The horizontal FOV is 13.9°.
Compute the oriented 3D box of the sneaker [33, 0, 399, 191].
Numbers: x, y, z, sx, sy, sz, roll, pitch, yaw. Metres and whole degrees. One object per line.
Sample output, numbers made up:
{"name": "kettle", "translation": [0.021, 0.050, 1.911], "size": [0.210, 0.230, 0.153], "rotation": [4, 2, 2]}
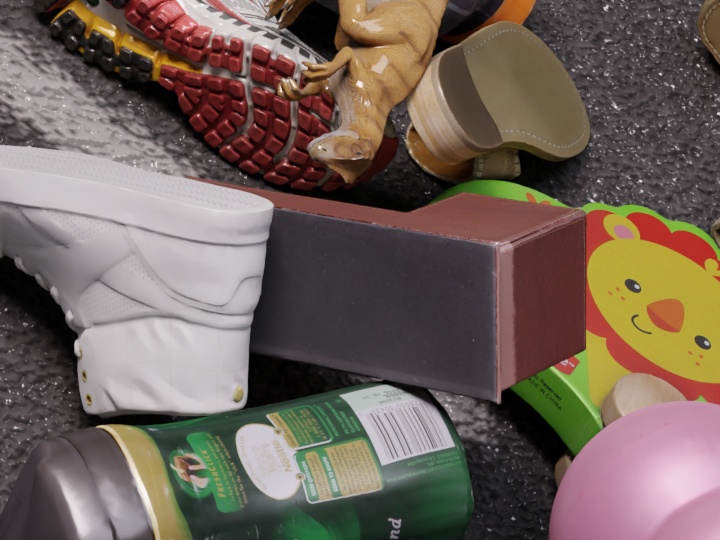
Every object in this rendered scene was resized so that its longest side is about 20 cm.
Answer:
{"name": "sneaker", "translation": [-0.062, -0.118, 1.468], "size": [0.200, 0.078, 0.082], "rotation": [36, 45, 4]}

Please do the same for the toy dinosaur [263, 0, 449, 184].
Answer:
{"name": "toy dinosaur", "translation": [0.015, -0.117, 1.399], "size": [0.106, 0.060, 0.200], "rotation": [28, 61, 9]}

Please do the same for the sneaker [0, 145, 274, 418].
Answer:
{"name": "sneaker", "translation": [-0.129, 0.008, 1.330], "size": [0.199, 0.116, 0.074], "rotation": [15, 17, 36]}

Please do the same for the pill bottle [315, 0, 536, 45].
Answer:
{"name": "pill bottle", "translation": [0.004, -0.183, 1.512], "size": [0.200, 0.106, 0.107], "rotation": [27, 41, -37]}

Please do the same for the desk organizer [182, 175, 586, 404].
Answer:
{"name": "desk organizer", "translation": [0.000, 0.000, 1.327], "size": [0.199, 0.072, 0.077], "rotation": [10, 19, 35]}

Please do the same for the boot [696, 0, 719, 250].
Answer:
{"name": "boot", "translation": [0.230, -0.062, 1.577], "size": [0.200, 0.072, 0.155], "rotation": [45, 50, 12]}

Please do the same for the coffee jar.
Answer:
{"name": "coffee jar", "translation": [-0.057, 0.109, 1.265], "size": [0.199, 0.104, 0.086], "rotation": [-8, 57, -31]}

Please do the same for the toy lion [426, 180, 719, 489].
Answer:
{"name": "toy lion", "translation": [0.118, 0.022, 1.461], "size": [0.200, 0.069, 0.192], "rotation": [36, 39, 4]}

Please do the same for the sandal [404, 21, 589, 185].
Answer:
{"name": "sandal", "translation": [0.049, -0.077, 1.494], "size": [0.078, 0.069, 0.212], "rotation": [67, 21, 4]}

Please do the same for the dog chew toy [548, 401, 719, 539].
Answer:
{"name": "dog chew toy", "translation": [0.163, 0.141, 1.284], "size": [0.124, 0.125, 0.200], "rotation": [5, 22, -23]}
